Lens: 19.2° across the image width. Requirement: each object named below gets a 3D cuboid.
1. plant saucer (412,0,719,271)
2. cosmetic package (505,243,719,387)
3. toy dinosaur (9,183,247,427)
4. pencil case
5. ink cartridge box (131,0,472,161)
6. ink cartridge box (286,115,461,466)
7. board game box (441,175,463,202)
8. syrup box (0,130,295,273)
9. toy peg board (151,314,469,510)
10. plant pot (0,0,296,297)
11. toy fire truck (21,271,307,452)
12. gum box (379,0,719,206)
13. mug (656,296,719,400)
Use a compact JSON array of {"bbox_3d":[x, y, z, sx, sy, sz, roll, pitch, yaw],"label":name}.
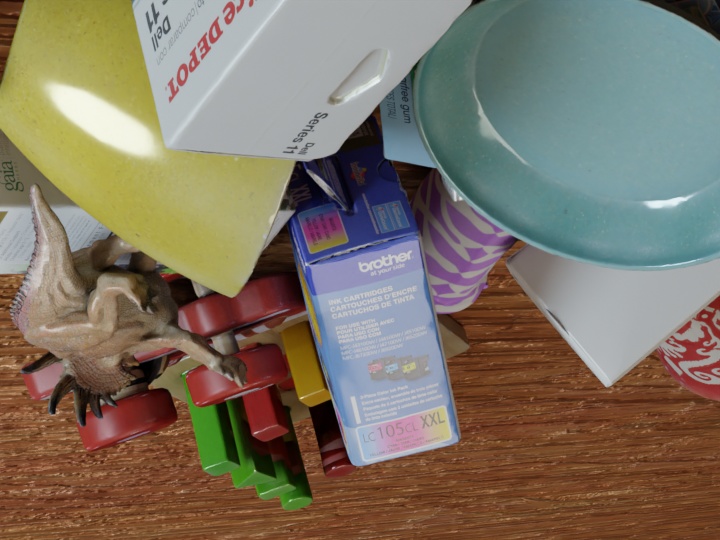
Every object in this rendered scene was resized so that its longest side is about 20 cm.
[{"bbox_3d":[0.126,-0.080,1.099,0.199,0.036,0.200,14,142,11],"label":"plant saucer"},{"bbox_3d":[0.203,-0.027,1.385,0.200,0.108,0.085,-39,172,3],"label":"cosmetic package"},{"bbox_3d":[-0.155,0.026,1.213,0.135,0.086,0.200,-17,152,21],"label":"toy dinosaur"},{"bbox_3d":[0.087,-0.045,1.392,0.085,0.084,0.200,14,146,-19],"label":"pencil case"},{"bbox_3d":[-0.040,-0.167,0.910,0.083,0.201,0.147,1,151,-33],"label":"ink cartridge box"},{"bbox_3d":[0.000,0.000,1.322,0.076,0.137,0.201,-14,127,-4],"label":"ink cartridge box"},{"bbox_3d":[0.143,-0.119,1.258,0.199,0.035,0.127,-11,122,-10],"label":"board game box"},{"bbox_3d":[-0.147,-0.050,1.244,0.199,0.079,0.081,-1,152,-31],"label":"syrup box"},{"bbox_3d":[-0.029,0.098,1.615,0.199,0.098,0.200,-23,156,16],"label":"toy peg board"},{"bbox_3d":[-0.102,-0.102,1.062,0.141,0.201,0.200,16,148,-9],"label":"plant pot"},{"bbox_3d":[-0.120,0.044,1.450,0.199,0.113,0.168,-22,174,14],"label":"toy fire truck"},{"bbox_3d":[0.106,-0.114,1.135,0.199,0.045,0.170,12,141,17],"label":"gum box"},{"bbox_3d":[0.256,-0.018,1.556,0.133,0.178,0.200,13,165,29],"label":"mug"}]
